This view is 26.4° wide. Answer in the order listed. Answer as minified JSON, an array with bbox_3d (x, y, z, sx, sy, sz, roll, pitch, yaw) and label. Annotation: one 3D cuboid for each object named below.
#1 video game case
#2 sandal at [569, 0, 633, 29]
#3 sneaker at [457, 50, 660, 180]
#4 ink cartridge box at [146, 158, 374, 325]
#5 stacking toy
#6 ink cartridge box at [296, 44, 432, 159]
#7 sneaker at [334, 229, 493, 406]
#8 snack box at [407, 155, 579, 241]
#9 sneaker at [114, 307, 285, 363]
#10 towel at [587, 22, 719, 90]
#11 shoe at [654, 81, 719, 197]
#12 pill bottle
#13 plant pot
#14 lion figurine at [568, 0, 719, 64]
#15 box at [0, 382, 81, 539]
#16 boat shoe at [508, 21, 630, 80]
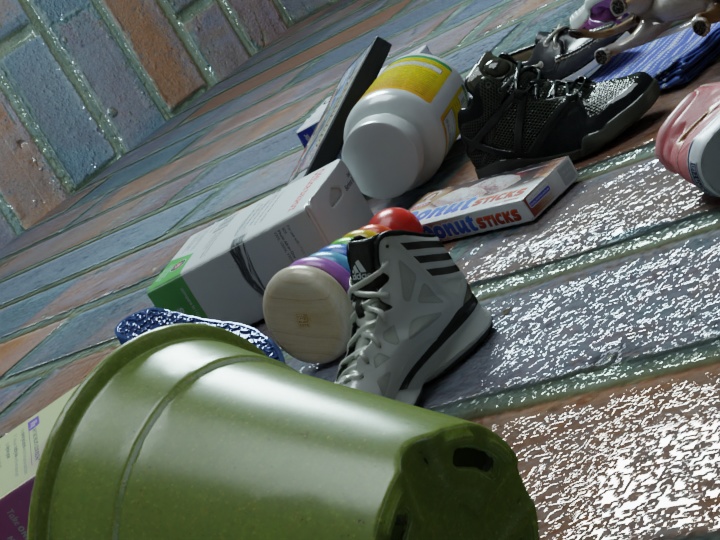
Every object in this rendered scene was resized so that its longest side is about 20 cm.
[{"bbox_3d":[-0.035,-0.163,1.793,0.202,0.025,0.181,-64,8,-9],"label":"video game case"},{"bbox_3d":[0.290,-0.288,1.728,0.081,0.050,0.203,-18,0,-2],"label":"sandal"},{"bbox_3d":[0.168,-0.154,1.389,0.198,0.115,0.076,-19,20,38],"label":"sneaker"},{"bbox_3d":[-0.095,-0.015,1.538,0.198,0.085,0.146,-26,15,24],"label":"ink cartridge box"},{"bbox_3d":[0.000,0.000,1.314,0.085,0.086,0.200,-21,12,37],"label":"stacking toy"},{"bbox_3d":[0.006,-0.197,1.965,0.198,0.077,0.137,-24,15,26],"label":"ink cartridge box"},{"bbox_3d":[0.000,0.044,1.058,0.075,0.116,0.200,-14,22,50],"label":"sneaker"},{"bbox_3d":[0.105,-0.058,1.373,0.072,0.024,0.199,-43,17,-32],"label":"snack box"},{"bbox_3d":[-0.129,0.090,1.310,0.199,0.079,0.070,16,43,43],"label":"sneaker"},{"bbox_3d":[0.280,-0.203,1.497,0.145,0.024,0.199,-40,15,-32],"label":"towel"},{"bbox_3d":[0.301,-0.130,1.090,0.199,0.072,0.091,-37,19,-2],"label":"shoe"},{"bbox_3d":[0.045,-0.152,1.647,0.112,0.114,0.200,-25,16,25],"label":"pill bottle"},{"bbox_3d":[-0.023,0.129,0.730,0.188,0.202,0.200,1,33,42],"label":"plant pot"},{"bbox_3d":[0.299,-0.247,1.406,0.198,0.073,0.122,0,24,42],"label":"lion figurine"},{"bbox_3d":[-0.244,0.184,1.154,0.199,0.097,0.176,-35,14,-7],"label":"box"},{"bbox_3d":[0.204,-0.226,1.627,0.074,0.061,0.199,-37,8,-31],"label":"boat shoe"}]
